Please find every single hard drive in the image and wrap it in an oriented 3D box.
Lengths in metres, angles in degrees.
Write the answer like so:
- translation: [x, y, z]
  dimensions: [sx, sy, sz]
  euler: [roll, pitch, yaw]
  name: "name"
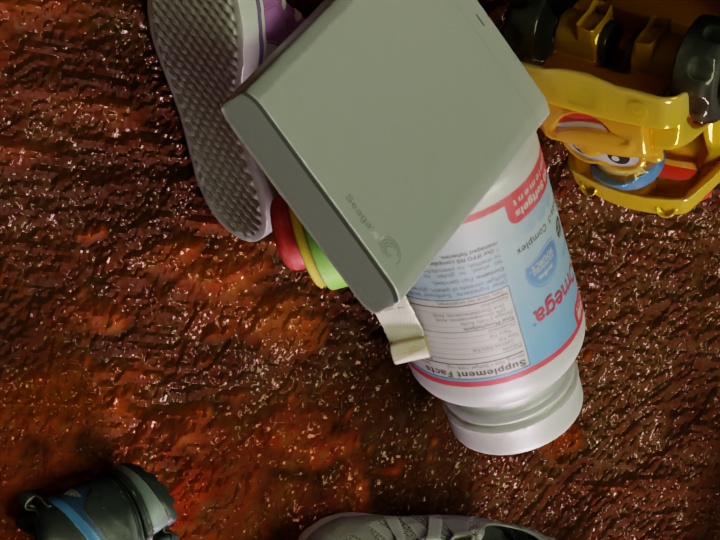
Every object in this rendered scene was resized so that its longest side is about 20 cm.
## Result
- translation: [0.018, -0.084, 1.448]
  dimensions: [0.132, 0.026, 0.200]
  euler: [54, 40, -12]
  name: "hard drive"

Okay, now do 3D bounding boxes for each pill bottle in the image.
- translation: [0.068, 0.006, 1.606]
  dimensions: [0.109, 0.109, 0.200]
  euler: [-38, 131, -25]
  name: "pill bottle"

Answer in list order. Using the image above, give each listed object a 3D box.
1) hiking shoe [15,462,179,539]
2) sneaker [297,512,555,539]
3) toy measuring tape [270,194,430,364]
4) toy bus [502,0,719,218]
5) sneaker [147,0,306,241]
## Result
- translation: [-0.148, 0.205, 1.528]
  dimensions: [0.087, 0.074, 0.200]
  euler: [-12, 106, -31]
  name: "hiking shoe"
- translation: [0.038, 0.172, 1.658]
  dimensions: [0.200, 0.082, 0.075]
  euler: [-8, 84, -48]
  name: "sneaker"
- translation: [0.000, 0.000, 1.489]
  dimensions: [0.074, 0.074, 0.200]
  euler: [-44, 136, -20]
  name: "toy measuring tape"
- translation: [0.173, -0.101, 1.630]
  dimensions: [0.200, 0.136, 0.192]
  euler: [-48, 146, -41]
  name: "toy bus"
- translation: [-0.046, -0.124, 1.476]
  dimensions: [0.114, 0.073, 0.201]
  euler: [-39, 141, -29]
  name: "sneaker"
